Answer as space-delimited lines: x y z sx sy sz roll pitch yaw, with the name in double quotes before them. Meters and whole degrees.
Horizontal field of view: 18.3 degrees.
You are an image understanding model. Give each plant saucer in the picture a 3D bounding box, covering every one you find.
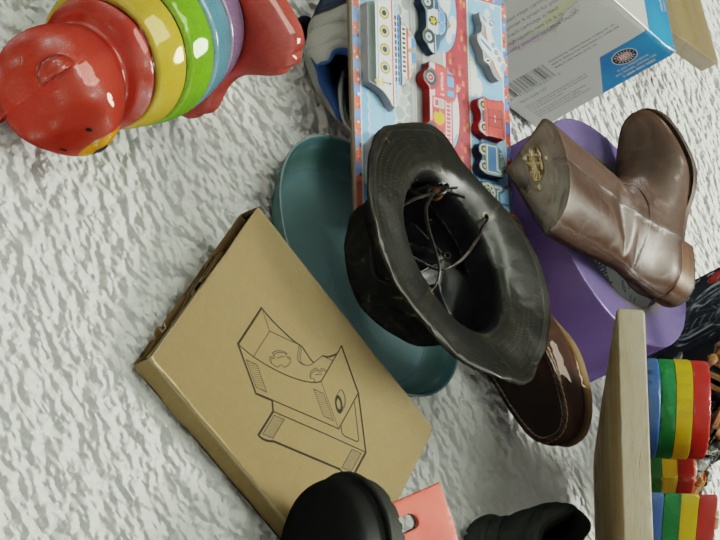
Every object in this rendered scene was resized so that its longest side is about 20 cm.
"plant saucer" 0.000 0.000 1.565 0.200 0.027 0.200 38 37 -37

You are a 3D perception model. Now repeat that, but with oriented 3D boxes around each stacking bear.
"stacking bear" -0.146 -0.130 1.368 0.200 0.121 0.114 -37 100 -53

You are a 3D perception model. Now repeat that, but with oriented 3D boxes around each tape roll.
"tape roll" 0.171 -0.015 1.790 0.200 0.085 0.200 37 38 -37

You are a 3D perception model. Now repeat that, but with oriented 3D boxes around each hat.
"hat" 0.042 0.002 1.521 0.201 0.081 0.201 39 36 -36

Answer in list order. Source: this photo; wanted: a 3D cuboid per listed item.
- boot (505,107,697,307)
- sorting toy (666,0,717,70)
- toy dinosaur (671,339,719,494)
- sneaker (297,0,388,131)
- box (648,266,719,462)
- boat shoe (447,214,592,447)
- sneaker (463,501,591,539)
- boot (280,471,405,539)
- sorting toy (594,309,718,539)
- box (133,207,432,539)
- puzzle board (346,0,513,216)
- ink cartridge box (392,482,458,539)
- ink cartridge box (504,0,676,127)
"boot" 0.181 -0.081 1.717 0.200 0.064 0.187 28 44 -42
"sorting toy" 0.245 -0.300 2.156 0.199 0.070 0.200 25 46 -48
"toy dinosaur" 0.267 0.118 1.753 0.102 0.200 0.136 47 3 -1
"sneaker" 0.028 -0.127 1.677 0.200 0.081 0.147 54 41 -27
"box" 0.351 0.056 1.914 0.104 0.182 0.200 57 29 -9
"boat shoe" 0.106 0.040 1.661 0.070 0.070 0.200 6 54 -51
"sneaker" 0.117 0.237 1.489 0.076 0.091 0.200 37 39 -39
"boot" -0.052 0.186 1.260 0.158 0.079 0.211 36 45 -39
"sorting toy" 0.209 0.165 1.579 0.199 0.070 0.200 90 3 -53
"box" -0.043 0.081 1.412 0.200 0.021 0.164 51 41 -18
"puzzle board" 0.054 -0.118 1.620 0.151 0.017 0.200 10 72 -39
"ink cartridge box" 0.058 0.237 1.381 0.109 0.050 0.200 -19 89 -38
"ink cartridge box" 0.140 -0.248 1.868 0.200 0.147 0.145 33 40 -41
